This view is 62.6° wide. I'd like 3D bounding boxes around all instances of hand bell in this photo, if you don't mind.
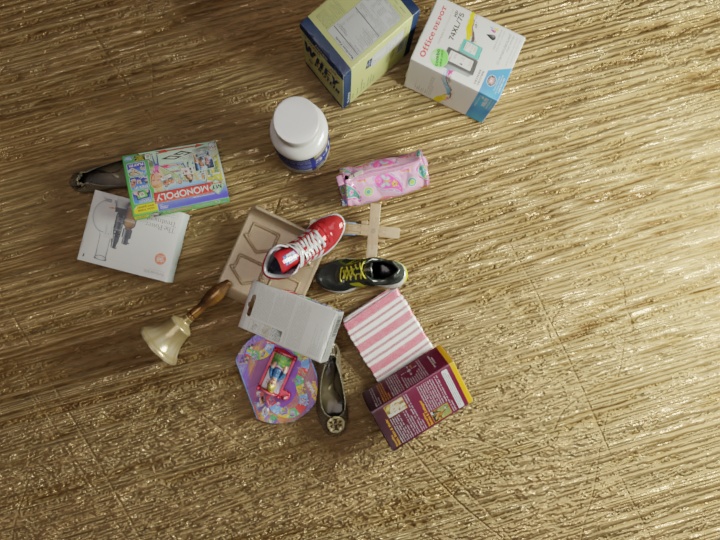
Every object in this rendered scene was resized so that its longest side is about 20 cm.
[{"bbox_3d":[-0.348,0.090,1.233,0.200,0.104,0.104,-42,89,-3],"label":"hand bell"}]

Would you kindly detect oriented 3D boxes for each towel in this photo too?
[{"bbox_3d":[0.068,0.155,1.281,0.145,0.030,0.202,-32,91,-2],"label":"towel"}]

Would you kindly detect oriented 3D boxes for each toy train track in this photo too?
[{"bbox_3d":[-0.012,-0.090,1.288,0.196,0.033,0.117,6,94,5],"label":"toy train track"}]

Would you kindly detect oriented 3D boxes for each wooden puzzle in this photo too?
[{"bbox_3d":[-0.189,-0.011,1.274,0.183,0.046,0.203,24,92,0],"label":"wooden puzzle"}]

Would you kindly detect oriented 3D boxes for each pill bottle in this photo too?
[{"bbox_3d":[-0.123,-0.277,1.206,0.117,0.200,0.122,0,88,-1],"label":"pill bottle"}]

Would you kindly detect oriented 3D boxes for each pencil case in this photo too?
[{"bbox_3d":[0.047,-0.197,1.265,0.196,0.087,0.089,-13,88,-3],"label":"pencil case"}]

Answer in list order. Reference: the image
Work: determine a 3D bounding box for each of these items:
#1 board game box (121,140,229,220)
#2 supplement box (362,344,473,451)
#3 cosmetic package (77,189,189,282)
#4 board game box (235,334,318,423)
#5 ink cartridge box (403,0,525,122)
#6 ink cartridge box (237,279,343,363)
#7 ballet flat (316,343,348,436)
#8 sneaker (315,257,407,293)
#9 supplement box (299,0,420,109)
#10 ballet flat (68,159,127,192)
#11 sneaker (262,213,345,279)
[{"bbox_3d":[-0.388,-0.192,1.250,0.196,0.029,0.137,-13,77,-15],"label":"board game box"},{"bbox_3d":[0.117,0.263,1.231,0.198,0.086,0.111,-31,111,-2],"label":"supplement box"},{"bbox_3d":[-0.482,-0.072,1.265,0.196,0.052,0.154,14,89,-1],"label":"cosmetic package"},{"bbox_3d":[-0.175,0.227,1.263,0.156,0.039,0.203,-21,89,-2],"label":"board game box"},{"bbox_3d":[0.212,-0.438,1.248,0.197,0.146,0.149,25,87,0],"label":"ink cartridge box"},{"bbox_3d":[-0.144,0.102,1.223,0.197,0.050,0.111,20,92,15],"label":"ink cartridge box"},{"bbox_3d":[-0.060,0.250,1.252,0.066,0.046,0.204,-3,87,-13],"label":"ballet flat"},{"bbox_3d":[0.000,0.000,1.247,0.196,0.085,0.076,-6,77,4],"label":"sneaker"},{"bbox_3d":[-0.004,-0.476,1.218,0.199,0.200,0.135,-41,88,-3],"label":"supplement box"},{"bbox_3d":[-0.527,-0.207,1.270,0.196,0.046,0.069,-10,88,-2],"label":"ballet flat"},{"bbox_3d":[-0.114,-0.046,1.193,0.199,0.112,0.072,-37,91,1],"label":"sneaker"}]
